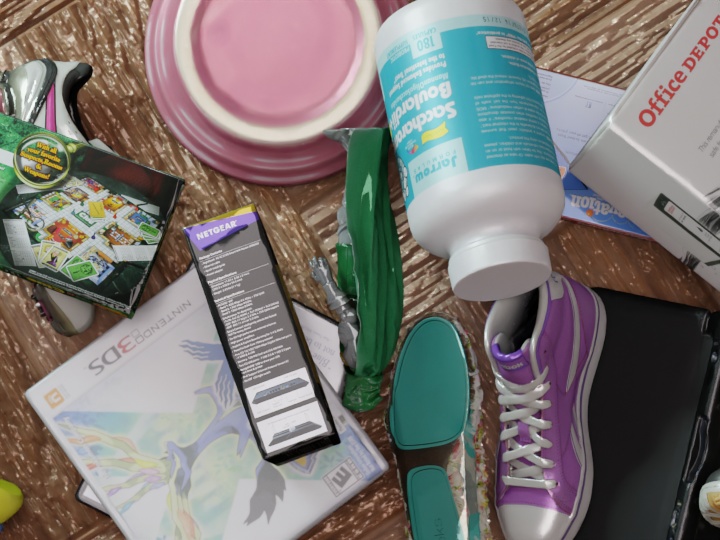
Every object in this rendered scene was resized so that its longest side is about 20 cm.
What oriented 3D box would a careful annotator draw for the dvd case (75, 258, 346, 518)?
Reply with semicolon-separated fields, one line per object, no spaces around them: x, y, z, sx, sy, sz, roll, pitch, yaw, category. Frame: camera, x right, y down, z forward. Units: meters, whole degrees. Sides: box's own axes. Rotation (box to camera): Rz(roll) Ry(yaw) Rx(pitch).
-0.100;0.107;1.775;0.142;0.018;0.201;26;86;2;dvd case

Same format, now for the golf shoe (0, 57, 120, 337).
-0.212;-0.055;1.763;0.091;0.073;0.201;-14;85;0;golf shoe

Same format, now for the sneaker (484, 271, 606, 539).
0.113;0.098;1.720;0.072;0.114;0.202;0;79;28;sneaker

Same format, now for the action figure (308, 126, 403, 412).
0.000;0.000;1.734;0.054;0.118;0.201;0;93;18;action figure

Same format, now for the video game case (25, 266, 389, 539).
-0.109;0.114;1.754;0.182;0.022;0.200;-36;86;-3;video game case

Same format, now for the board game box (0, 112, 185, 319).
-0.232;-0.049;1.716;0.199;0.023;0.105;21;81;6;board game box

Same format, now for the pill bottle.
0.079;-0.084;1.702;0.110;0.111;0.201;-11;68;0;pill bottle

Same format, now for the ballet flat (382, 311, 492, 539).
0.058;0.131;1.749;0.075;0.064;0.201;-3;84;16;ballet flat

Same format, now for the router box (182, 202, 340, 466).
-0.064;0.048;1.650;0.052;0.200;0.158;-20;85;-2;router box

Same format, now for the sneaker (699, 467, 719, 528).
0.313;0.139;1.716;0.199;0.075;0.088;7;79;-36;sneaker

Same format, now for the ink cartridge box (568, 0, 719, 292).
0.269;-0.074;1.725;0.200;0.084;0.146;39;63;0;ink cartridge box

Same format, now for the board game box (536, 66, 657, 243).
0.144;-0.091;1.789;0.199;0.019;0.104;15;84;2;board game box

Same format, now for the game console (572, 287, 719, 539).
0.233;0.130;1.770;0.175;0.116;0.201;16;85;-28;game console

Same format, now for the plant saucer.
-0.058;-0.163;1.782;0.199;0.051;0.202;0;86;1;plant saucer

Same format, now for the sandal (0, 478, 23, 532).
-0.345;0.164;1.746;0.199;0.079;0.088;19;89;4;sandal
